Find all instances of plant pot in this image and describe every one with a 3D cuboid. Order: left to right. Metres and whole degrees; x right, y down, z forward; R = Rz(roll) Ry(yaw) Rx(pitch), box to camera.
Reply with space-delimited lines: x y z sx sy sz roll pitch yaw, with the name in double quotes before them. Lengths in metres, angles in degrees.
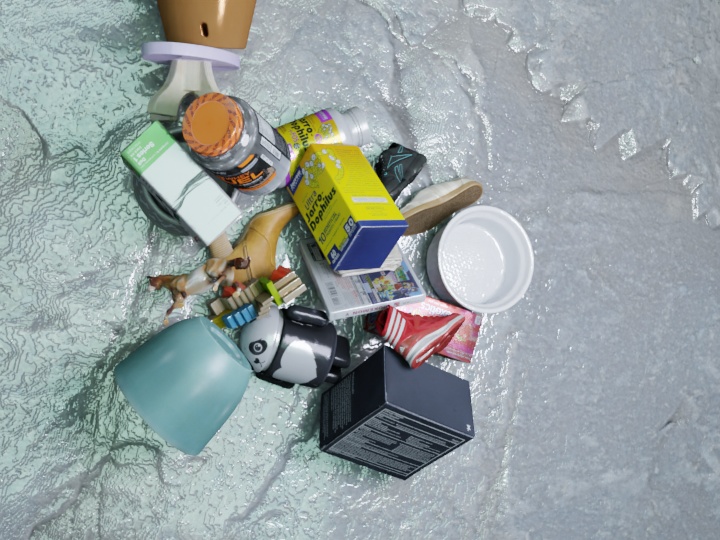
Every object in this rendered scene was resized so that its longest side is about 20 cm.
"plant pot" -0.278 0.175 1.373 0.161 0.201 0.201 -43 100 -1
"plant pot" -0.267 -0.457 1.429 0.197 0.200 0.142 -1 105 -16

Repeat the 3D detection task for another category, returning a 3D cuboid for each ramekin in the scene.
"ramekin" 0.222 -0.016 1.587 0.197 0.098 0.204 2 83 -17

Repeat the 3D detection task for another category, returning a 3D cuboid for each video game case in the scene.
"video game case" 0.000 0.000 1.497 0.180 0.201 0.023 -10 133 -16

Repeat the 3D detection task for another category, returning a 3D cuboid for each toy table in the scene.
"toy table" -0.289 -0.318 1.424 0.198 0.182 0.119 -3 96 -46

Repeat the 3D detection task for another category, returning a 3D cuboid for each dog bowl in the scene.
"dog bowl" -0.302 -0.163 1.467 0.197 0.059 0.203 0 89 -16

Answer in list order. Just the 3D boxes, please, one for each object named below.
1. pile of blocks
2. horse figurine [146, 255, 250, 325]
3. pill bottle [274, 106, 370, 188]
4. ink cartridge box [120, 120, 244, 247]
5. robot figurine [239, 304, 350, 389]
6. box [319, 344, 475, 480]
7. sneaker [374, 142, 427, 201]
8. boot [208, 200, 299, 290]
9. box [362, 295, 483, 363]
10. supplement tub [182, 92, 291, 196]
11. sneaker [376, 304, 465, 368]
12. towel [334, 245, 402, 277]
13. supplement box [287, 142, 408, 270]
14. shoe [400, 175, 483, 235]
"pile of blocks" -0.193 0.046 1.427 0.198 0.082 0.063 -26 111 7
"horse figurine" -0.272 0.021 1.417 0.198 0.133 0.050 -24 119 1
"pill bottle" -0.084 -0.231 1.508 0.198 0.104 0.105 -24 95 -16
"ink cartridge box" -0.293 -0.136 1.362 0.084 0.146 0.200 -44 99 -10
"robot figurine" -0.117 0.138 1.472 0.198 0.125 0.152 18 85 -18
"box" 0.063 0.254 1.455 0.198 0.198 0.124 25 45 -27
"sneaker" 0.053 -0.173 1.538 0.079 0.076 0.200 39 40 -1
"boot" -0.170 -0.030 1.501 0.199 0.071 0.146 -26 100 -10
"box" 0.117 0.099 1.557 0.198 0.100 0.097 19 84 -15
"supplement tub" -0.200 -0.204 1.341 0.121 0.200 0.124 -4 78 17
"sneaker" 0.102 0.088 1.438 0.115 0.199 0.079 40 115 15
"towel" -0.010 -0.076 1.515 0.131 0.035 0.202 -7 55 -17
"supplement box" -0.026 -0.111 1.429 0.108 0.109 0.201 -3 50 -39
"shoe" 0.141 -0.128 1.601 0.198 0.070 0.054 -25 52 -11
